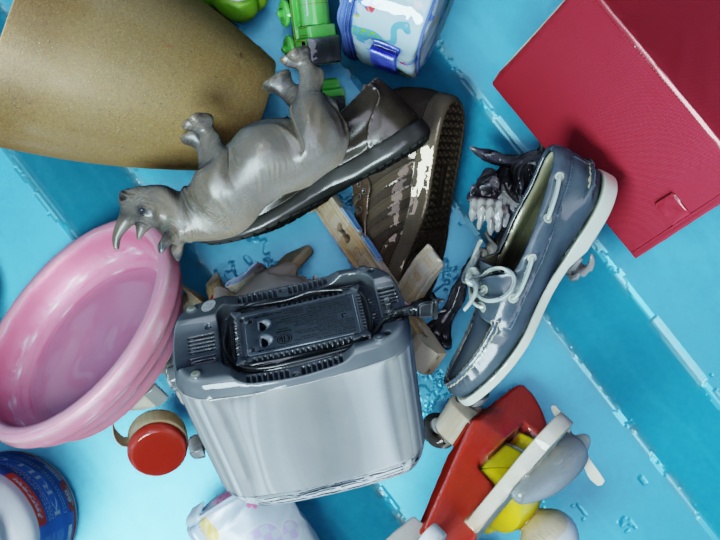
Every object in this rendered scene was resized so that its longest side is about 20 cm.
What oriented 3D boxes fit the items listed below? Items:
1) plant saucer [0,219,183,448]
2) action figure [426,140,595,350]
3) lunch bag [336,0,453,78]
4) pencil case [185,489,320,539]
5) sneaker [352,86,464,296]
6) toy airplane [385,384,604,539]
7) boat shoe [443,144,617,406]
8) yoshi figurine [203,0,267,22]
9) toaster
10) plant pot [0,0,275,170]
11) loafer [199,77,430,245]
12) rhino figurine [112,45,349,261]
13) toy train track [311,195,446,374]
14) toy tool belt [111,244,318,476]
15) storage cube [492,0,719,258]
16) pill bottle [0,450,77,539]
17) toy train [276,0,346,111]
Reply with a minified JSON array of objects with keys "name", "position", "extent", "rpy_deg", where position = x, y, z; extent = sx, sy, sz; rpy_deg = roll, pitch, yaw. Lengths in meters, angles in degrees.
[{"name":"plant saucer","position":[-0.208,0.053,1.121],"extent":[0.201,0.201,0.051],"rpy_deg":[-47,126,0]},{"name":"action figure","position":[0.123,-0.023,1.139],"extent":[0.119,0.102,0.200],"rpy_deg":[23,89,-13]},{"name":"lunch bag","position":[0.037,-0.230,1.096],"extent":[0.082,0.200,0.161],"rpy_deg":[19,90,3]},{"name":"pencil case","position":[-0.058,0.258,1.145],"extent":[0.091,0.083,0.200],"rpy_deg":[-28,87,-21]},{"name":"sneaker","position":[0.028,-0.048,1.170],"extent":[0.075,0.070,0.200],"rpy_deg":[15,92,28]},{"name":"toy airplane","position":[0.097,0.185,1.086],"extent":[0.141,0.200,0.199],"rpy_deg":[29,89,-2]},{"name":"boat shoe","position":[0.110,0.004,1.056],"extent":[0.062,0.075,0.200],"rpy_deg":[29,102,-18]},{"name":"yoshi figurine","position":[-0.151,-0.280,1.152],"extent":[0.200,0.112,0.112],"rpy_deg":[33,83,-1]},{"name":"toaster","position":[-0.032,0.083,1.041],"extent":[0.200,0.114,0.129],"rpy_deg":[-13,125,-2]},{"name":"plant pot","position":[-0.174,-0.152,1.125],"extent":[0.200,0.186,0.187],"rpy_deg":[21,89,-13]},{"name":"loafer","position":[-0.045,-0.083,1.118],"extent":[0.200,0.073,0.071],"rpy_deg":[-28,90,11]},{"name":"rhino figurine","position":[-0.097,-0.071,1.055],"extent":[0.200,0.060,0.088],"rpy_deg":[-33,84,4]},{"name":"toy train track","position":[0.000,0.000,1.124],"extent":[0.200,0.033,0.115],"rpy_deg":[56,130,34]},{"name":"toy tool belt","position":[-0.106,0.066,1.151],"extent":[0.200,0.123,0.125],"rpy_deg":[-38,120,7]},{"name":"storage cube","position":[0.237,-0.146,1.080],"extent":[0.171,0.200,0.180],"rpy_deg":[-38,88,-23]},{"name":"pill bottle","position":[-0.287,0.199,1.095],"extent":[0.112,0.200,0.112],"rpy_deg":[0,89,1]},{"name":"toy train","position":[-0.039,-0.187,1.152],"extent":[0.042,0.056,0.200],"rpy_deg":[-11,100,-20]}]
